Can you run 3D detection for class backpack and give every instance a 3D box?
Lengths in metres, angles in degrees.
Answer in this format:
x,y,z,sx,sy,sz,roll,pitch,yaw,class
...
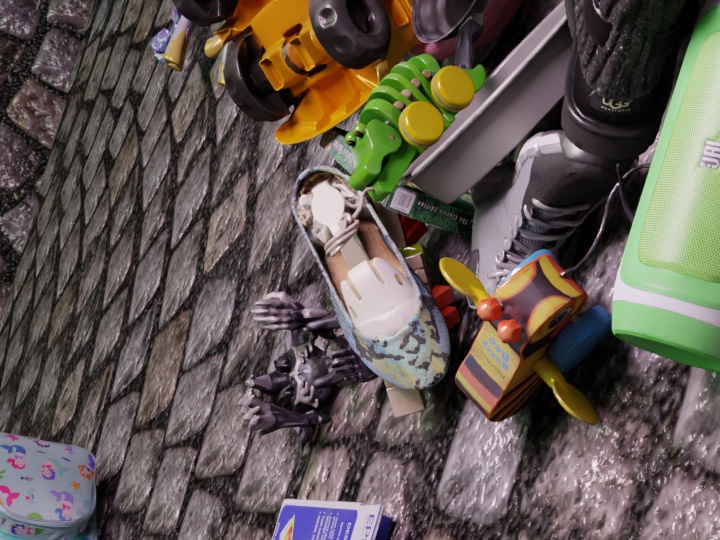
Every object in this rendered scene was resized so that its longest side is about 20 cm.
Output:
x,y,z,sx,sy,sz,roll,pitch,yaw,class
-0.385,0.293,1.929,0.201,0.176,0.151,-98,29,-45,backpack

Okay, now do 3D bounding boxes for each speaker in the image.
x,y,z,sx,sy,sz,roll,pitch,yaw,class
0.197,-0.051,0.889,0.088,0.088,0.202,5,76,69,speaker

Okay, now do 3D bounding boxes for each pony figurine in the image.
x,y,z,sx,sy,sz,roll,pitch,yaw,class
-0.186,-0.344,2.087,0.192,0.166,0.202,21,87,38,pony figurine

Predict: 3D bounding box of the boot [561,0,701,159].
x,y,z,sx,sy,sz,roll,pitch,yaw,class
0.164,-0.187,0.972,0.159,0.078,0.213,91,-175,-51,boot

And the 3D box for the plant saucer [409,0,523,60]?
x,y,z,sx,sy,sz,roll,pitch,yaw,class
0.101,-0.263,1.380,0.201,0.050,0.202,-52,28,41,plant saucer

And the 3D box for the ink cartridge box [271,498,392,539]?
x,y,z,sx,sy,sz,roll,pitch,yaw,class
-0.034,0.271,1.241,0.200,0.047,0.200,-12,59,65,ink cartridge box

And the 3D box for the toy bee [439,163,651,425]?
x,y,z,sx,sy,sz,roll,pitch,yaw,class
0.096,0.025,1.011,0.130,0.108,0.202,31,128,33,toy bee

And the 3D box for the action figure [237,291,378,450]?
x,y,z,sx,sy,sz,roll,pitch,yaw,class
-0.050,0.075,1.381,0.200,0.101,0.120,-35,51,55,action figure

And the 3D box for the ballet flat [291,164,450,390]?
x,y,z,sx,sy,sz,roll,pitch,yaw,class
0.000,0.000,1.208,0.075,0.074,0.201,-57,46,29,ballet flat

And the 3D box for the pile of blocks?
x,y,z,sx,sy,sz,roll,pitch,yaw,class
0.043,0.024,1.270,0.061,0.082,0.202,-17,53,10,pile of blocks

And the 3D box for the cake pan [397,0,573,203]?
x,y,z,sx,sy,sz,roll,pitch,yaw,class
0.105,-0.119,1.141,0.200,0.037,0.200,-46,4,4,cake pan

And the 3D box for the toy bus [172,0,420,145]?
x,y,z,sx,sy,sz,roll,pitch,yaw,class
-0.035,-0.233,1.344,0.135,0.201,0.192,-26,11,42,toy bus

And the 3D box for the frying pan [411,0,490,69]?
x,y,z,sx,sy,sz,roll,pitch,yaw,class
0.086,-0.208,1.255,0.116,0.031,0.190,-60,28,19,frying pan

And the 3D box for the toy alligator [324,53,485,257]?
x,y,z,sx,sy,sz,roll,pitch,yaw,class
0.018,-0.090,1.110,0.200,0.054,0.059,-50,5,-35,toy alligator

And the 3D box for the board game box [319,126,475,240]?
x,y,z,sx,sy,sz,roll,pitch,yaw,class
0.039,-0.065,1.275,0.024,0.104,0.200,-64,20,9,board game box

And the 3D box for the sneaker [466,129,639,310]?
x,y,z,sx,sy,sz,roll,pitch,yaw,class
0.119,-0.017,1.091,0.200,0.074,0.117,149,133,-74,sneaker
